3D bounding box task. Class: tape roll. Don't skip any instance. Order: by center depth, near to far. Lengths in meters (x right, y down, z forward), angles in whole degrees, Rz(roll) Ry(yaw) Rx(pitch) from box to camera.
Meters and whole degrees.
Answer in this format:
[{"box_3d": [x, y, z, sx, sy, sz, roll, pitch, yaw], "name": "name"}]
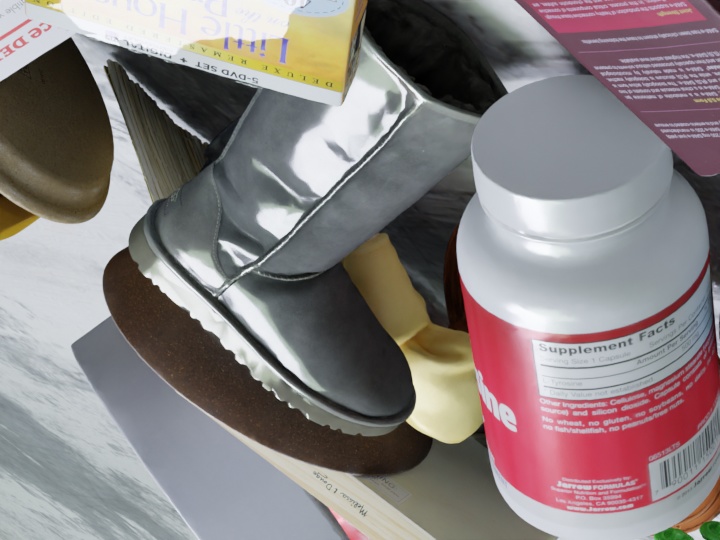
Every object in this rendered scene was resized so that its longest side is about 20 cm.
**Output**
[{"box_3d": [-0.083, 0.105, 1.505, 0.200, 0.066, 0.200, 53, 177, 3], "name": "tape roll"}]

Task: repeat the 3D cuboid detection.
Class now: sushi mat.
[{"box_3d": [-0.089, -0.042, 1.392, 0.096, 0.012, 0.200, 39, -167, -30], "name": "sushi mat"}]

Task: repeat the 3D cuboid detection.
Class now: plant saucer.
[{"box_3d": [-0.041, 0.033, 1.393, 0.200, 0.035, 0.200, 26, -159, -11], "name": "plant saucer"}]

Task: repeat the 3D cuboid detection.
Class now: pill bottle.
[{"box_3d": [0.103, 0.017, 1.166, 0.112, 0.112, 0.200, 20, 139, 32], "name": "pill bottle"}]

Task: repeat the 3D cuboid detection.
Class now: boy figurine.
[{"box_3d": [0.000, 0.000, 1.340, 0.200, 0.064, 0.124, 47, 164, 8], "name": "boy figurine"}]

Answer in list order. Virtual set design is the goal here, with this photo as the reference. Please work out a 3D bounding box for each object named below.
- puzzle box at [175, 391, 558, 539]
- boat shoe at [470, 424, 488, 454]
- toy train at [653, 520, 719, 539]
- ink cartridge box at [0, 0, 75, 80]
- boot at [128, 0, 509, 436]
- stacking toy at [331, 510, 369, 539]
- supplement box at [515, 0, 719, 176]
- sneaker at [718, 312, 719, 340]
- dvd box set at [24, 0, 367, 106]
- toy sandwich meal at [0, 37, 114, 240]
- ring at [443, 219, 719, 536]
[{"box_3d": [0.010, 0.098, 1.399, 0.200, 0.025, 0.133, 37, -157, 14], "name": "puzzle box"}, {"box_3d": [0.122, 0.084, 1.453, 0.074, 0.073, 0.200, 36, 157, -22], "name": "boat shoe"}, {"box_3d": [0.226, 0.147, 1.318, 0.200, 0.042, 0.056, -5, -149, -33], "name": "toy train"}, {"box_3d": [-0.183, -0.155, 1.208, 0.200, 0.116, 0.068, 47, -161, -41], "name": "ink cartridge box"}, {"box_3d": [0.005, -0.026, 1.217, 0.182, 0.073, 0.200, 36, 125, -18], "name": "boot"}, {"box_3d": [0.059, 0.124, 1.649, 0.200, 0.110, 0.116, -5, 159, 45], "name": "stacking toy"}, {"box_3d": [0.106, -0.115, 0.940, 0.200, 0.061, 0.109, 41, 161, -26], "name": "supplement box"}, {"box_3d": [0.199, 0.031, 1.205, 0.073, 0.072, 0.200, 62, 179, 18], "name": "sneaker"}, {"box_3d": [-0.063, -0.155, 1.031, 0.146, 0.029, 0.200, 17, 144, 5], "name": "dvd box set"}, {"box_3d": [-0.208, -0.092, 1.353, 0.205, 0.070, 0.205, 48, -158, -26], "name": "toy sandwich meal"}, {"box_3d": [0.111, 0.052, 1.324, 0.200, 0.019, 0.201, 35, 144, 31], "name": "ring"}]
